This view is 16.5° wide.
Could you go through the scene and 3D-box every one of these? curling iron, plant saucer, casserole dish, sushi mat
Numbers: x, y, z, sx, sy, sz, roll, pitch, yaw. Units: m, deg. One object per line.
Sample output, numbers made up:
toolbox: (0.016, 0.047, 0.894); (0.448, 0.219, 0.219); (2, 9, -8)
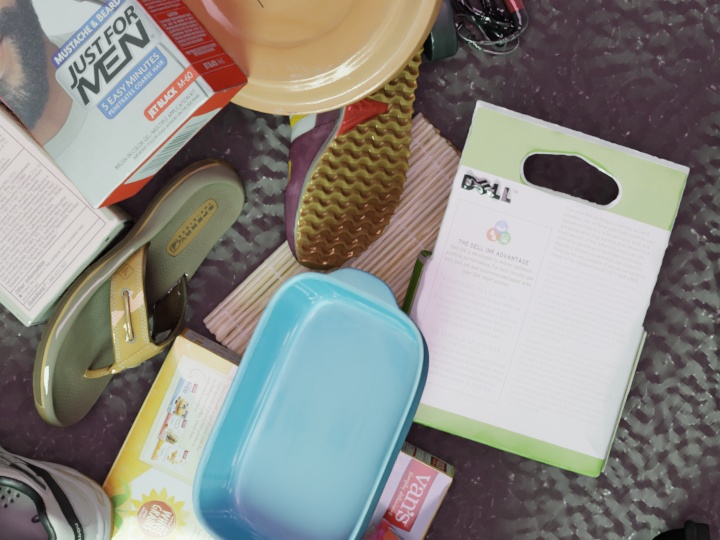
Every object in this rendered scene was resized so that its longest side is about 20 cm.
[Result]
curling iron: (0.059, -0.233, 1.591); (0.049, 0.026, 0.202); (-18, 90, -3)
plant saucer: (-0.045, -0.193, 1.493); (0.199, 0.032, 0.202); (4, 102, 18)
casserole dish: (-0.026, 0.097, 1.521); (0.121, 0.039, 0.201); (25, 93, 29)
sushi mat: (0.000, 0.000, 1.602); (0.200, 0.012, 0.096); (-44, 89, 1)

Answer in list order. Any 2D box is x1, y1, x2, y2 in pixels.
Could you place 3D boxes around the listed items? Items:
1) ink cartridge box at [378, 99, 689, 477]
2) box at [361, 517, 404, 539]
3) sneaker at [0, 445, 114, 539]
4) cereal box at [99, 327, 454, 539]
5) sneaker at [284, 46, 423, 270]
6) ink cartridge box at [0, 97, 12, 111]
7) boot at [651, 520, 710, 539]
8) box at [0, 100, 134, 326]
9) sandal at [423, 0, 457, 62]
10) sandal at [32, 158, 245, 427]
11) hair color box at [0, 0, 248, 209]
ink cartridge box: (0.108, 0.011, 1.562); (0.147, 0.076, 0.202); (17, 92, -4)
box: (-0.033, 0.261, 1.533); (0.200, 0.103, 0.095); (-41, 96, 15)
sneaker: (-0.254, 0.134, 1.558); (0.199, 0.088, 0.076); (14, 95, 17)
cereal box: (-0.058, 0.146, 1.586); (0.199, 0.040, 0.145); (28, 98, 0)
sneaker: (-0.013, -0.103, 1.574); (0.074, 0.090, 0.202); (7, 106, -30)
ink cartridge box: (-0.145, -0.170, 1.576); (0.116, 0.067, 0.200); (43, 91, 0)
boot: (0.132, 0.247, 1.569); (0.157, 0.079, 0.213); (14, 91, 1)
box: (-0.248, -0.066, 1.574); (0.200, 0.078, 0.095); (44, 92, 0)
sandal: (0.019, -0.229, 1.567); (0.048, 0.075, 0.202); (-13, 91, -5)
sandal: (-0.135, 0.019, 1.568); (0.054, 0.080, 0.200); (38, 87, 32)
hair color box: (-0.176, -0.150, 1.496); (0.111, 0.064, 0.200); (-42, 85, 21)
